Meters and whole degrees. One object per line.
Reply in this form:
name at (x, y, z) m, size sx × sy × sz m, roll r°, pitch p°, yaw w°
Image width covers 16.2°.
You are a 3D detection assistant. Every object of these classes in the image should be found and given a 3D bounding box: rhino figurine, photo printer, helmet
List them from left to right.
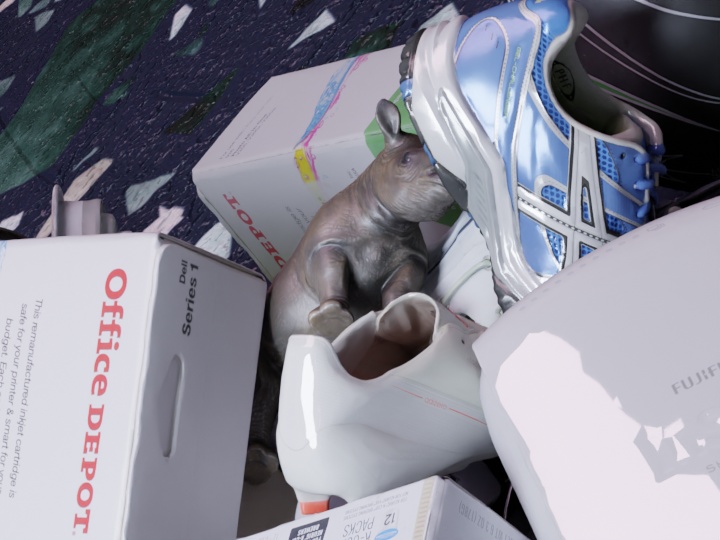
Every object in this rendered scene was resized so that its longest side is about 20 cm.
rhino figurine at (0.000, 0.000, 1.110) m, size 0.201 × 0.059 × 0.088 m, roll -59°, pitch 21°, yaw 30°
helmet at (0.158, -0.135, 1.142) m, size 0.189 × 0.201 × 0.201 m, roll 4°, pitch 41°, yaw 13°
photo printer at (0.139, 0.062, 0.921) m, size 0.166 × 0.070 × 0.201 m, roll -25°, pitch 50°, yaw 2°

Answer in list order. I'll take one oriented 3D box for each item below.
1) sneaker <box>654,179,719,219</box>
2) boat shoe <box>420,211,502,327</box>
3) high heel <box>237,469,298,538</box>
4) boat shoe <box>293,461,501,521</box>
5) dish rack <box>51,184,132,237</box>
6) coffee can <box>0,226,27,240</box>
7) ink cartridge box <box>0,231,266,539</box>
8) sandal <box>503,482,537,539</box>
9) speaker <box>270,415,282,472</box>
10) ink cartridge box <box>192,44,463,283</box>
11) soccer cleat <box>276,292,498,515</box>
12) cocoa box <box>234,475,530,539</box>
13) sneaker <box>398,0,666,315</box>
sneaker at (0.160, -0.007, 1.085) m, size 0.078 × 0.080 × 0.200 m, roll -20°, pitch 23°, yaw -14°
boat shoe at (0.071, 0.005, 1.120) m, size 0.200 × 0.073 × 0.067 m, roll -45°, pitch 45°, yaw 48°
high heel at (-0.056, 0.131, 1.176) m, size 0.096 × 0.067 × 0.201 m, roll 120°, pitch 143°, yaw -50°
boat shoe at (0.010, 0.118, 1.092) m, size 0.065 × 0.074 × 0.200 m, roll -52°, pitch -13°, yaw 14°
dish rack at (-0.132, 0.073, 1.315) m, size 0.043 × 0.172 × 0.201 m, roll -5°, pitch 55°, yaw -1°
coffee can at (-0.265, 0.085, 1.529) m, size 0.199 × 0.146 × 0.147 m, roll -32°, pitch 26°, yaw 24°
ink cartridge box at (-0.148, 0.065, 1.126) m, size 0.199 × 0.084 × 0.146 m, roll -3°, pitch 75°, yaw 36°
sandal at (0.088, 0.102, 1.080) m, size 0.076 × 0.043 × 0.201 m, roll -4°, pitch 45°, yaw 55°
speaker at (-0.037, 0.066, 1.281) m, size 0.089 × 0.088 × 0.200 m, roll -49°, pitch 24°, yaw -12°
ink cartridge box at (0.030, -0.032, 1.262) m, size 0.199 × 0.146 × 0.088 m, roll -10°, pitch 36°, yaw 52°
soccer cleat at (0.040, 0.043, 1.021) m, size 0.069 × 0.078 × 0.199 m, roll 4°, pitch 13°, yaw 38°
cocoa box at (-0.008, 0.185, 0.966) m, size 0.199 × 0.133 × 0.132 m, roll -21°, pitch 43°, yaw 40°
sneaker at (0.092, -0.018, 1.018) m, size 0.077 × 0.201 × 0.076 m, roll -25°, pitch 13°, yaw 26°
